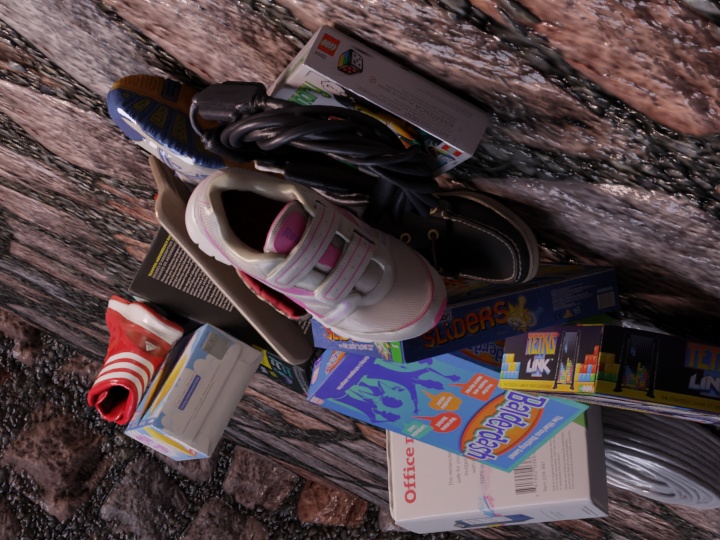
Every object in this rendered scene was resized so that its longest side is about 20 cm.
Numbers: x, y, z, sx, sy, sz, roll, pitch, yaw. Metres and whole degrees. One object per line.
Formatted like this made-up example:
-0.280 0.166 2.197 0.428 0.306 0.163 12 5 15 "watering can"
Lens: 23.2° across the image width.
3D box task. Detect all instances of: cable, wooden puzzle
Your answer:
-0.024 -0.072 1.203 0.163 0.051 0.200 35 165 -33 "cable"
0.285 0.180 1.793 0.200 0.069 0.200 23 167 8 "cable"
-0.118 -0.012 1.497 0.185 0.037 0.200 49 -174 -16 "wooden puzzle"

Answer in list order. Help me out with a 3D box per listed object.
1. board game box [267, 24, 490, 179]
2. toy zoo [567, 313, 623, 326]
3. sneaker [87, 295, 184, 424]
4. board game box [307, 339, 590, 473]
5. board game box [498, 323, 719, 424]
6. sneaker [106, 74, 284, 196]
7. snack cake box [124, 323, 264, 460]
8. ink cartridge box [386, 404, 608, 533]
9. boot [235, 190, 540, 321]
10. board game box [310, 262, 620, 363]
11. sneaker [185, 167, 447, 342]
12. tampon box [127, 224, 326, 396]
0.002 -0.105 1.217 0.126 0.035 0.200 28 168 -8 "board game box"
0.118 0.015 1.534 0.200 0.020 0.131 27 168 -9 "toy zoo"
-0.248 0.092 1.785 0.078 0.116 0.200 33 169 -8 "sneaker"
0.075 0.096 1.491 0.200 0.045 0.152 20 145 -13 "board game box"
0.234 0.083 1.374 0.200 0.057 0.165 11 175 -21 "board game box"
-0.124 -0.081 1.416 0.200 0.075 0.088 30 135 -15 "sneaker"
-0.168 0.125 1.754 0.067 0.115 0.200 29 166 -10 "snack cake box"
0.131 0.170 1.697 0.200 0.145 0.088 -9 160 18 "ink cartridge box"
0.018 -0.011 1.313 0.200 0.151 0.073 23 128 37 "boot"
0.080 0.029 1.355 0.200 0.034 0.135 -13 -171 -30 "board game box"
-0.035 -0.010 1.213 0.200 0.081 0.088 23 175 5 "sneaker"
-0.111 0.024 1.791 0.200 0.126 0.150 23 167 11 "tampon box"
